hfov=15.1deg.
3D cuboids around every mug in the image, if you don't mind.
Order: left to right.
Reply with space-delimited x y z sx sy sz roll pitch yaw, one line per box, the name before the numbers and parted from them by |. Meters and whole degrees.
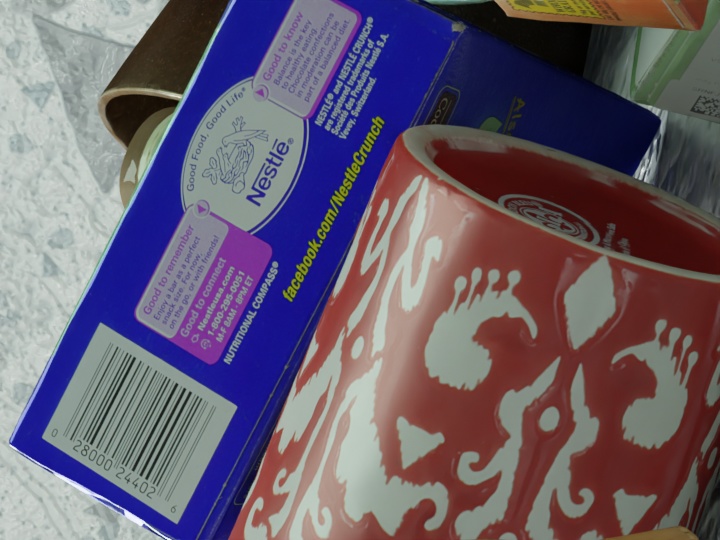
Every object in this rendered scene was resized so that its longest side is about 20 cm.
mug | 0.018 0.064 0.748 0.178 0.133 0.201 43 118 56

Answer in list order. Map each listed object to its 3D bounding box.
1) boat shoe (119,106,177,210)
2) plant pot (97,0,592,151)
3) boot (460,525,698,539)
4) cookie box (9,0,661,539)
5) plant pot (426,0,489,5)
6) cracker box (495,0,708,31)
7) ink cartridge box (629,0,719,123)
boat shoe | 0.002 0.008 0.997 0.076 0.200 0.072 1 66 48
plant pot | 0.022 -0.110 1.106 0.200 0.187 0.187 -63 3 -13
boot | 0.057 0.048 0.318 0.074 0.154 0.201 -94 18 -73
cookie box | 0.000 0.000 0.851 0.172 0.075 0.200 -63 -22 6
plant pot | 0.055 -0.209 0.976 0.135 0.200 0.201 -28 -36 -48
cracker box | 0.055 -0.172 0.630 0.134 0.058 0.201 36 -115 -62
ink cartridge box | 0.123 -0.143 0.696 0.200 0.048 0.146 119 164 -64
